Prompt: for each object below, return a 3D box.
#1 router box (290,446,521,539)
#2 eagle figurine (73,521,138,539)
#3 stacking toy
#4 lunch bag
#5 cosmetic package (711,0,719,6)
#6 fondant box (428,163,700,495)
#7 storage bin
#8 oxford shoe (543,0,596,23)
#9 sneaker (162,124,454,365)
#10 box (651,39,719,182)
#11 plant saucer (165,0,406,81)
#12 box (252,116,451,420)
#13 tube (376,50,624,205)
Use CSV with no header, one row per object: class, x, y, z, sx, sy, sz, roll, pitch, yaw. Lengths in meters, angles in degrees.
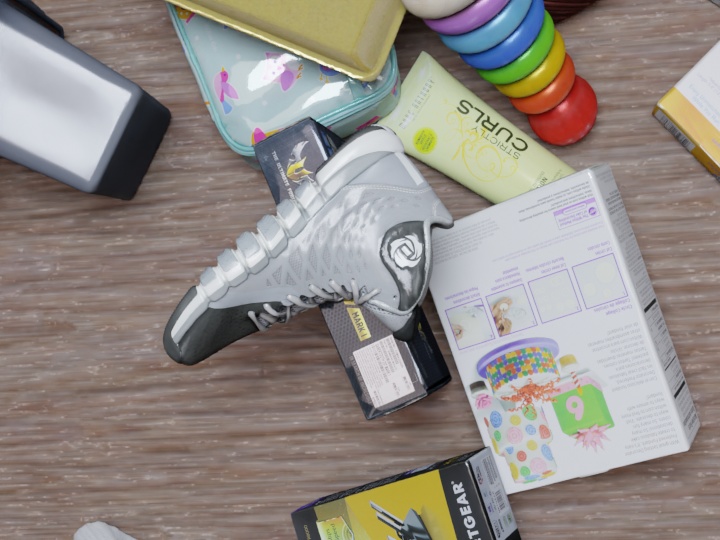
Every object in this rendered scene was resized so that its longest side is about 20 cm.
router box,0.051,0.248,0.800,0.155,0.052,0.203,-22,84,27
eagle figurine,-0.139,0.259,0.797,0.198,0.152,0.152,-24,109,32
stacking toy,0.113,-0.158,0.780,0.084,0.200,0.086,-24,46,28
lunch bag,-0.059,-0.195,0.847,0.158,0.077,0.203,-23,82,7
cosmetic package,0.229,-0.301,0.822,0.199,0.074,0.102,40,93,6
fondant box,0.140,0.044,0.790,0.143,0.058,0.203,-20,89,27
storage bin,-0.228,-0.111,0.816,0.133,0.200,0.147,27,91,-1
oxford shoe,0.158,-0.243,0.797,0.199,0.070,0.076,-36,73,40
sneaker,-0.023,0.015,0.680,0.200,0.075,0.116,-43,84,5
box,0.329,-0.150,0.817,0.200,0.041,0.119,-44,83,1
plant saucer,-0.046,-0.250,0.790,0.197,0.048,0.203,22,79,2
box,0.000,0.000,0.791,0.050,0.158,0.203,-23,84,8
tube,0.105,-0.082,0.839,0.199,0.052,0.058,37,54,14
